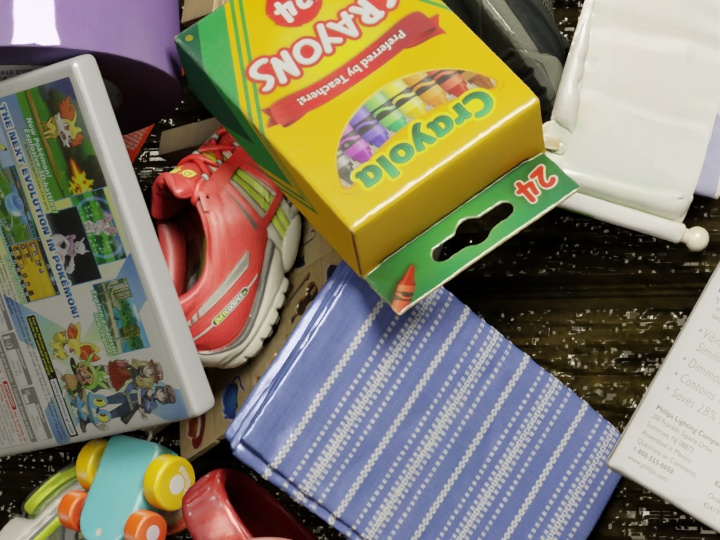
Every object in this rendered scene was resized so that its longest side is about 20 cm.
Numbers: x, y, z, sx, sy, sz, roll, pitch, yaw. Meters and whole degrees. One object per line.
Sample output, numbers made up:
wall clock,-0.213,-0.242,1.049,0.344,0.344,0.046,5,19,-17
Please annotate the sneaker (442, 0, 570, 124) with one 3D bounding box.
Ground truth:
sneaker,0.091,-0.152,1.537,0.076,0.114,0.200,-27,96,54

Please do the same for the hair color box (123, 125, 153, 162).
hair color box,-0.197,-0.070,1.655,0.101,0.061,0.201,30,92,26

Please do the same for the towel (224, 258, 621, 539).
towel,0.039,0.093,1.458,0.200,0.024,0.145,39,70,-15

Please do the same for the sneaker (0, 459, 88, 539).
sneaker,-0.194,0.200,1.598,0.081,0.074,0.200,45,100,21

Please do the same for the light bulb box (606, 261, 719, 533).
light bulb box,0.268,0.067,1.391,0.198,0.125,0.201,31,92,26

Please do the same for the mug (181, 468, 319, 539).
mug,-0.011,0.196,1.447,0.133,0.200,0.179,-5,77,23

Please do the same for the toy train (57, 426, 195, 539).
toy train,-0.151,0.097,1.555,0.150,0.056,0.201,-32,51,24

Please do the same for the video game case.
video game case,-0.184,-0.002,1.496,0.182,0.022,0.201,-13,100,35

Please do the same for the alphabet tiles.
alphabet tiles,-0.062,0.010,1.551,0.200,0.006,0.167,-35,47,40

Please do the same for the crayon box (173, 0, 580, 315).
crayon box,0.009,-0.085,1.458,0.127,0.051,0.200,-35,60,-14

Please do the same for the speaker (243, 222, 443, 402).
speaker,0.000,0.000,1.545,0.081,0.081,0.201,18,87,25

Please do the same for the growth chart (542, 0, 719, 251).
growth chart,0.171,-0.111,1.489,0.144,0.018,0.201,22,87,-13

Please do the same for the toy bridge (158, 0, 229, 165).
toy bridge,-0.087,-0.076,1.597,0.067,0.027,0.201,-12,64,46

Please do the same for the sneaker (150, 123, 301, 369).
sneaker,-0.072,-0.048,1.513,0.077,0.085,0.201,-7,67,52

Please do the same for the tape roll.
tape roll,-0.199,-0.133,1.524,0.199,0.200,0.086,-10,75,21
